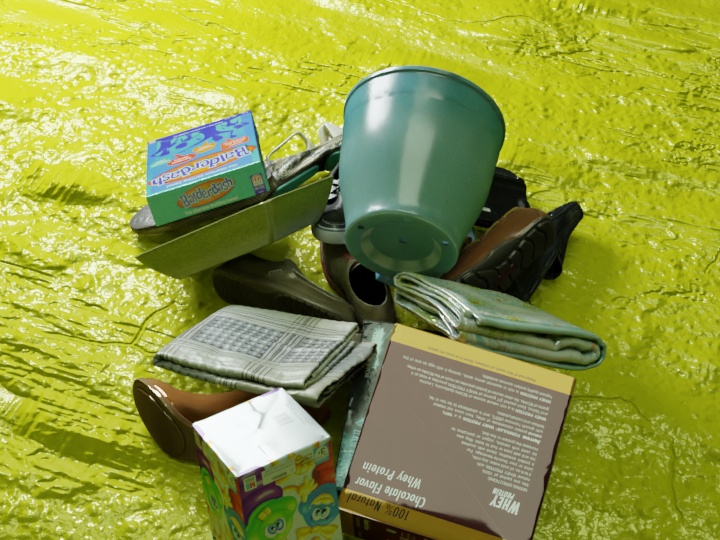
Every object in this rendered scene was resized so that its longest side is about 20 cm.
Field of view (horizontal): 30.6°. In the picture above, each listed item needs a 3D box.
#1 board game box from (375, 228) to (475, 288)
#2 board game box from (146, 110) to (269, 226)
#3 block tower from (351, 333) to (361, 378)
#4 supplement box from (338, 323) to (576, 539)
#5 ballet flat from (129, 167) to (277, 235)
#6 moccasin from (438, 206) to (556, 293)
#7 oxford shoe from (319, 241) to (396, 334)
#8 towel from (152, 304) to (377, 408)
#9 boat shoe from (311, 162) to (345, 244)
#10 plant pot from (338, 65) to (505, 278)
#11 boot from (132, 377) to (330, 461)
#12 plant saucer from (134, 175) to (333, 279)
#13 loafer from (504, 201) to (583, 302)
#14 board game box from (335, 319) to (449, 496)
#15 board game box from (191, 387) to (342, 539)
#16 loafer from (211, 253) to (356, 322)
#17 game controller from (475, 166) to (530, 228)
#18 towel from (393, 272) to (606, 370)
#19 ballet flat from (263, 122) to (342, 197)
[{"bbox_3d":[0.081,-0.045,1.674,0.150,0.037,0.201,22,40,-25],"label":"board game box"},{"bbox_3d":[-0.201,-0.136,1.712,0.151,0.045,0.200,-17,27,-1],"label":"board game box"},{"bbox_3d":[-0.029,0.100,1.540,0.197,0.058,0.055,3,84,0],"label":"block tower"},{"bbox_3d":[0.097,0.193,1.364,0.195,0.133,0.202,16,70,7],"label":"supplement box"},{"bbox_3d":[-0.202,-0.081,1.717,0.198,0.047,0.068,-20,40,-5],"label":"ballet flat"},{"bbox_3d":[0.144,-0.010,1.587,0.201,0.074,0.077,-44,40,-16],"label":"moccasin"},{"bbox_3d":[0.000,0.000,1.640,0.070,0.075,0.201,-16,48,-16],"label":"oxford shoe"},{"bbox_3d":[-0.095,0.083,1.412,0.198,0.035,0.192,12,17,17],"label":"towel"},{"bbox_3d":[-0.024,-0.094,1.702,0.068,0.057,0.200,3,25,6],"label":"boat shoe"},{"bbox_3d":[0.060,-0.101,1.539,0.198,0.201,0.190,10,57,5],"label":"plant pot"},{"bbox_3d":[-0.146,0.156,1.487,0.199,0.074,0.154,33,45,25],"label":"boot"},{"bbox_3d":[-0.142,-0.046,1.602,0.198,0.048,0.199,-21,4,25],"label":"plant saucer"},{"bbox_3d":[0.232,-0.021,1.695,0.071,0.068,0.200,51,51,-4],"label":"loafer"},{"bbox_3d":[0.050,0.161,1.463,0.134,0.028,0.202,10,70,6],"label":"board game box"},{"bbox_3d":[-0.087,0.238,1.294,0.102,0.202,0.105,-21,32,-24],"label":"board game box"},{"bbox_3d":[-0.086,0.025,1.608,0.198,0.076,0.068,23,52,18],"label":"loafer"},{"bbox_3d":[0.143,-0.103,1.732,0.198,0.042,0.105,11,57,-31],"label":"game controller"},{"bbox_3d":[0.151,0.054,1.462,0.198,0.049,0.171,13,11,-31],"label":"towel"},{"bbox_3d":[-0.062,-0.159,1.792,0.198,0.068,0.076,-23,75,-22],"label":"ballet flat"}]
